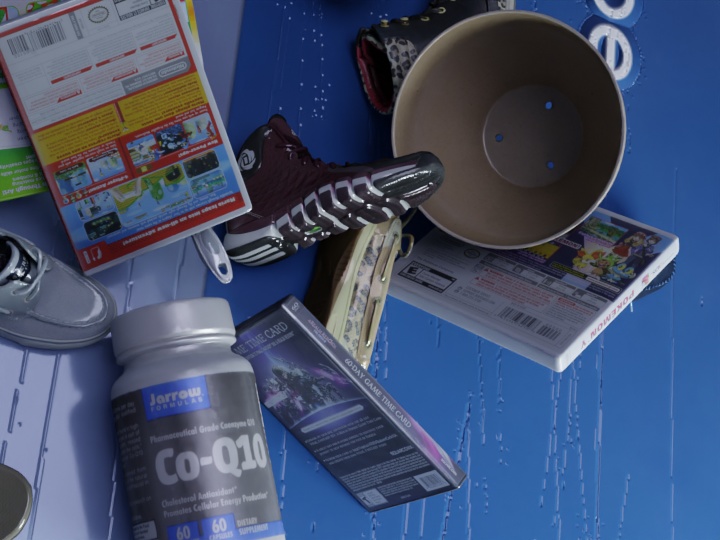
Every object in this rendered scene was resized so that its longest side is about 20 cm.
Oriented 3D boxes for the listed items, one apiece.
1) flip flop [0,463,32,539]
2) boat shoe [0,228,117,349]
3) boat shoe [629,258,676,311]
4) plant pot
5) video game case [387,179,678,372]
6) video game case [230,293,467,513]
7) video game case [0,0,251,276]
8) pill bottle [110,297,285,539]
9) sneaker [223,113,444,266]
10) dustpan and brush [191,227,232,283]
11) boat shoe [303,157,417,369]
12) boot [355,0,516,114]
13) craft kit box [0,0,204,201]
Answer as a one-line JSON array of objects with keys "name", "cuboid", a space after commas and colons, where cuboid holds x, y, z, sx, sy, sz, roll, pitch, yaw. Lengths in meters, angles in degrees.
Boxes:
[{"name": "flip flop", "cuboid": [-0.331, 0.157, 1.016, 0.199, 0.058, 0.081, 19, 68, -23]}, {"name": "boat shoe", "cuboid": [-0.273, 0.006, 1.083, 0.200, 0.071, 0.070, 21, 67, -22]}, {"name": "boat shoe", "cuboid": [0.227, 0.001, 1.356, 0.199, 0.069, 0.085, -8, 80, -30]}, {"name": "plant pot", "cuboid": [0.140, -0.120, 1.263, 0.201, 0.200, 0.134, 69, 16, 4]}, {"name": "video game case", "cuboid": [0.148, -0.005, 1.262, 0.182, 0.200, 0.023, -40, 136, -31]}, {"name": "video game case", "cuboid": [-0.022, 0.112, 1.147, 0.200, 0.143, 0.019, 47, 58, -9]}, {"name": "video game case", "cuboid": [-0.180, -0.113, 1.089, 0.143, 0.017, 0.201, -23, 108, -13]}, {"name": "pill bottle", "cuboid": [-0.130, 0.128, 1.101, 0.113, 0.114, 0.201, -7, 79, -30]}, {"name": "sneaker", "cuboid": [-0.035, -0.089, 1.190, 0.076, 0.199, 0.116, 37, 36, -64]}, {"name": "dustpan and brush", "cuboid": [-0.159, -0.075, 1.174, 0.139, 0.057, 0.201, -24, 88, -31]}, {"name": "boat shoe", "cuboid": [0.000, 0.000, 1.239, 0.063, 0.073, 0.201, 27, 75, -26]}, {"name": "boot", "cuboid": [0.068, -0.242, 1.334, 0.153, 0.073, 0.205, -9, 86, -31]}, {"name": "craft kit box", "cuboid": [-0.221, -0.166, 1.095, 0.199, 0.049, 0.198, -13, 104, -15]}]
